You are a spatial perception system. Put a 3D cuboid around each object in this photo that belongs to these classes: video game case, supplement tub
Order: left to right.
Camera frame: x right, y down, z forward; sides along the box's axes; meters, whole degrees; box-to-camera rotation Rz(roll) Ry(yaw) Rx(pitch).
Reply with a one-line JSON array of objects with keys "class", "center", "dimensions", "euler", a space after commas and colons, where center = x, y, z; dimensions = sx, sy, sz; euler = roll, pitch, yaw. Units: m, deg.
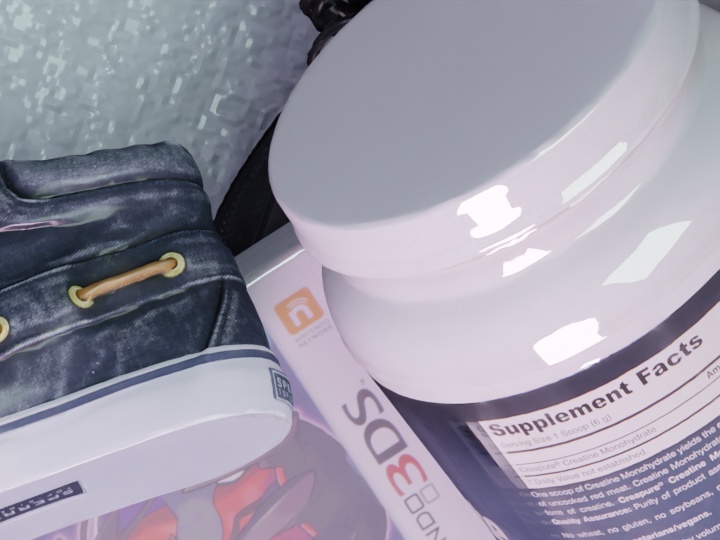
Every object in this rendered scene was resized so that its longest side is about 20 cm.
[{"class": "video game case", "center": [-0.054, 0.109, 0.884], "dimensions": [0.200, 0.023, 0.182], "euler": [-33, 115, -1]}, {"class": "supplement tub", "center": [0.077, 0.013, 0.838], "dimensions": [0.140, 0.140, 0.200], "euler": [-45, 122, -13]}]

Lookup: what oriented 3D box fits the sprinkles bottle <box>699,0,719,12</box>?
[{"class": "sprinkles bottle", "center": [0.115, -0.094, 0.878], "dimensions": [0.068, 0.200, 0.068], "euler": [-2, 96, -23]}]

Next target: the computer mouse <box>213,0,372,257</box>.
[{"class": "computer mouse", "center": [0.000, 0.000, 0.912], "dimensions": [0.138, 0.053, 0.200], "euler": [25, 95, -28]}]

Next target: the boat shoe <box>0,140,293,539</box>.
[{"class": "boat shoe", "center": [-0.125, 0.033, 0.811], "dimensions": [0.200, 0.071, 0.091], "euler": [-17, 69, -7]}]
